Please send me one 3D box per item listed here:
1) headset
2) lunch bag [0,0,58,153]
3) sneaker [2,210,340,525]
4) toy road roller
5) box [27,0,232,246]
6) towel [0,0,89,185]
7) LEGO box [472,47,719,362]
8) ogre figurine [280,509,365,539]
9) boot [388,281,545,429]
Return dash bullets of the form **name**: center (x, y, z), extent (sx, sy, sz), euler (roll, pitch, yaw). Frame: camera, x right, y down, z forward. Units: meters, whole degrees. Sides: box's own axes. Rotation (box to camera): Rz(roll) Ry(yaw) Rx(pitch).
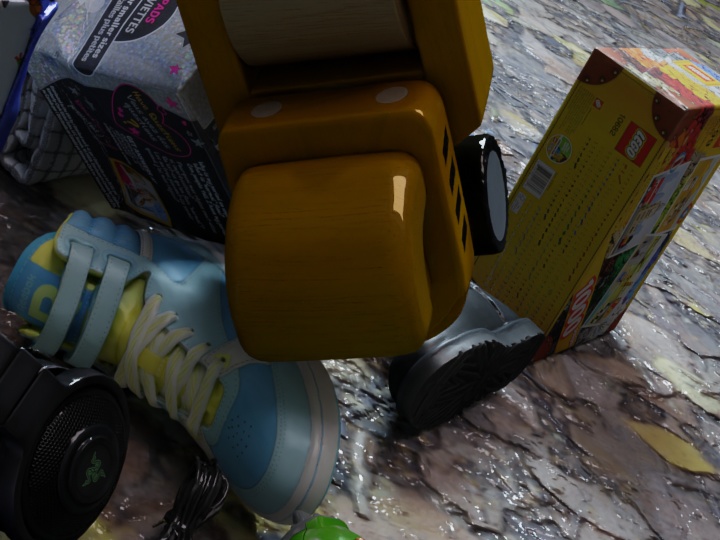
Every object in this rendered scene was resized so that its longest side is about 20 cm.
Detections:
- **headset**: center (-0.129, 0.056, 0.549), extent (0.201, 0.122, 0.094), euler (51, 56, -30)
- **lunch bag**: center (-0.250, -0.115, 0.673), extent (0.198, 0.171, 0.124), euler (31, 30, 0)
- **sneaker**: center (-0.096, 0.041, 0.669), extent (0.129, 0.080, 0.200), euler (16, 18, -33)
- **toy road roller**: center (-0.008, -0.051, 0.628), extent (0.121, 0.202, 0.147), euler (-4, 35, 16)
- **box**: center (-0.062, -0.134, 0.772), extent (0.114, 0.133, 0.201), euler (17, 61, 29)
- **towel**: center (-0.147, -0.160, 0.842), extent (0.085, 0.203, 0.165), euler (26, 20, 24)
- **LEGO box**: center (0.168, -0.049, 0.995), extent (0.077, 0.202, 0.148), euler (39, 26, 22)
- **ogre figurine**: center (0.005, 0.165, 0.535), extent (0.120, 0.098, 0.201), euler (45, 38, -9)
- **boot**: center (0.000, 0.000, 0.868), extent (0.200, 0.066, 0.164), euler (43, 18, 18)
